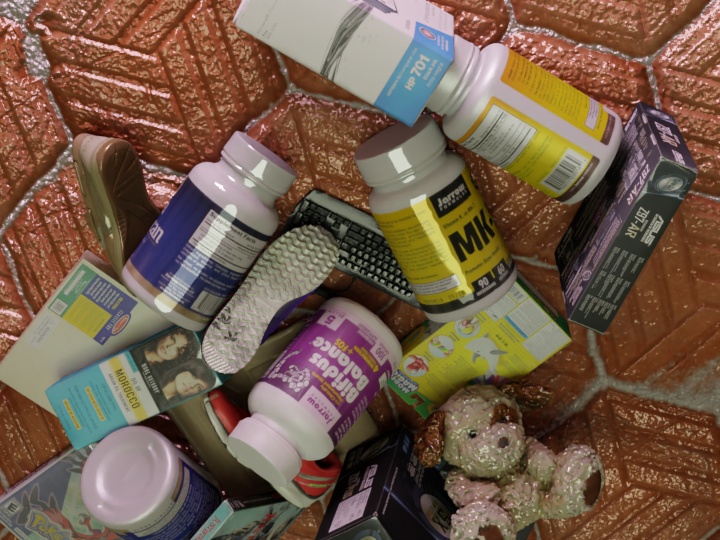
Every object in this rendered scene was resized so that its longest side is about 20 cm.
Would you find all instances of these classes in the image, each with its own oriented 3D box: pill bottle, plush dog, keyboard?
[{"bbox_3d":[-0.052,0.135,1.501,0.112,0.112,0.200,47,66,-19],"label":"pill bottle"},{"bbox_3d":[0.150,0.210,1.544,0.199,0.160,0.173,-23,98,-19],"label":"plush dog"},{"bbox_3d":[0.078,-0.056,1.456,0.114,0.114,0.201,-24,109,14],"label":"pill bottle"},{"bbox_3d":[-0.157,-0.045,1.466,0.111,0.111,0.200,35,97,-14],"label":"pill bottle"},{"bbox_3d":[0.161,-0.159,1.406,0.199,0.109,0.109,29,114,-11],"label":"pill bottle"},{"bbox_3d":[0.000,0.000,1.543,0.199,0.021,0.127,26,114,-9],"label":"keyboard"},{"bbox_3d":[-0.228,0.270,1.591,0.119,0.120,0.200,-19,147,11],"label":"pill bottle"}]

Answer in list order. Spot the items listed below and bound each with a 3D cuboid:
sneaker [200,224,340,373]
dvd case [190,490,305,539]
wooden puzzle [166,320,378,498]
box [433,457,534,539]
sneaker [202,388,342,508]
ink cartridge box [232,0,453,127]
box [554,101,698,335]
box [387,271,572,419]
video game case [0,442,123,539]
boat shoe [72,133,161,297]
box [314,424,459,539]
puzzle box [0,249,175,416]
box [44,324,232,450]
[{"bbox_3d":[-0.107,0.030,1.507,0.070,0.100,0.200,44,76,-3],"label":"sneaker"},{"bbox_3d":[-0.145,0.317,1.615,0.022,0.200,0.146,46,105,20],"label":"dvd case"},{"bbox_3d":[-0.105,0.167,1.620,0.199,0.046,0.186,-28,112,10],"label":"wooden puzzle"},{"bbox_3d":[0.123,0.305,1.672,0.157,0.050,0.201,20,115,-6],"label":"box"},{"bbox_3d":[-0.099,0.187,1.571,0.085,0.077,0.200,-42,120,10],"label":"sneaker"},{"bbox_3d":[-0.012,-0.245,1.350,0.199,0.147,0.086,29,115,-12],"label":"ink cartridge box"},{"bbox_3d":[0.271,-0.057,1.424,0.043,0.160,0.201,22,115,-9],"label":"box"},{"bbox_3d":[0.129,0.092,1.568,0.200,0.048,0.117,-39,110,17],"label":"box"},{"bbox_3d":[-0.333,0.315,1.713,0.182,0.023,0.200,-35,110,18],"label":"video game case"},{"bbox_3d":[-0.266,-0.062,1.505,0.064,0.071,0.201,18,132,33],"label":"boat shoe"},{"bbox_3d":[0.043,0.298,1.534,0.086,0.200,0.164,-29,104,21],"label":"box"},{"bbox_3d":[-0.320,0.086,1.597,0.133,0.025,0.200,36,112,-14],"label":"puzzle box"},{"bbox_3d":[-0.253,0.128,1.561,0.199,0.049,0.083,-25,95,14],"label":"box"}]
